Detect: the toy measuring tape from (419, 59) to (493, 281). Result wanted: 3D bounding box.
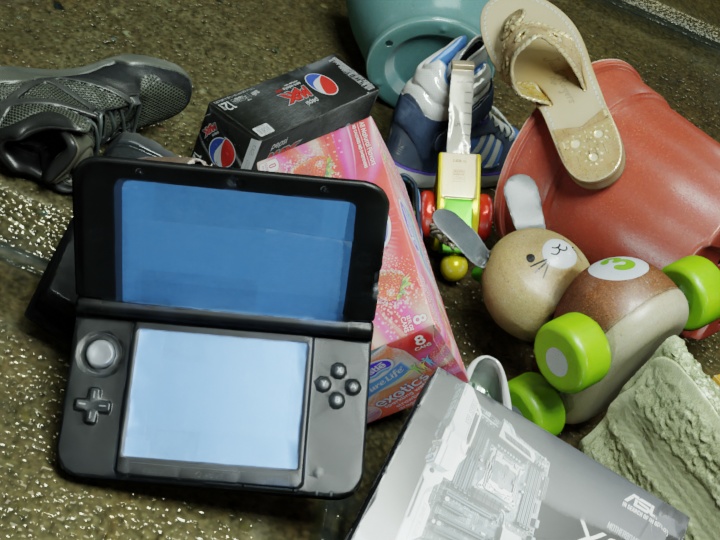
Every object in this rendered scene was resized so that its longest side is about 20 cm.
[{"bbox_3d":[0.086,-0.086,1.176,0.073,0.073,0.203,9,73,-22],"label":"toy measuring tape"}]

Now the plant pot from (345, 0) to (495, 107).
[{"bbox_3d":[0.074,-0.274,1.370,0.198,0.201,0.190,14,51,-16],"label":"plant pot"}]

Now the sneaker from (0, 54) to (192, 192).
[{"bbox_3d":[-0.217,-0.119,1.070,0.198,0.077,0.115,-9,49,-36],"label":"sneaker"}]

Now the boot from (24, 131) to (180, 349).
[{"bbox_3d":[-0.143,-0.003,0.970,0.163,0.066,0.201,23,35,-11],"label":"boot"}]

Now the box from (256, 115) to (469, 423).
[{"bbox_3d":[0.000,0.000,0.970,0.102,0.095,0.202,-21,54,8],"label":"box"}]

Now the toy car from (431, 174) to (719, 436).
[{"bbox_3d":[0.152,0.007,1.025,0.163,0.158,0.201,-21,64,-32],"label":"toy car"}]

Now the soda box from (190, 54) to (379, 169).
[{"bbox_3d":[-0.065,-0.132,1.184,0.063,0.071,0.199,36,35,17],"label":"soda box"}]

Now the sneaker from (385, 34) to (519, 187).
[{"bbox_3d":[0.115,-0.160,1.269,0.199,0.147,0.081,-11,48,-41],"label":"sneaker"}]

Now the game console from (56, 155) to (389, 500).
[{"bbox_3d":[-0.088,0.040,0.815,0.197,0.117,0.178,5,68,-2],"label":"game console"}]

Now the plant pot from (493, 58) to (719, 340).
[{"bbox_3d":[0.254,-0.051,1.142,0.199,0.203,0.195,-12,39,-42],"label":"plant pot"}]

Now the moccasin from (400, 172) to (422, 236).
[{"bbox_3d":[0.015,-0.015,1.085,0.080,0.069,0.201,17,36,-12],"label":"moccasin"}]

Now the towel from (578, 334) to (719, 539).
[{"bbox_3d":[0.243,0.163,0.932,0.036,0.149,0.201,-8,49,-36],"label":"towel"}]

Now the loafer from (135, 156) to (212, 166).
[{"bbox_3d":[-0.107,0.012,0.900,0.073,0.070,0.202,-32,102,-52],"label":"loafer"}]

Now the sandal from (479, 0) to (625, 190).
[{"bbox_3d":[0.157,-0.169,1.083,0.213,0.077,0.070,65,10,26],"label":"sandal"}]

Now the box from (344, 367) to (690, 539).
[{"bbox_3d":[0.097,0.181,0.838,0.199,0.050,0.158,31,58,1],"label":"box"}]

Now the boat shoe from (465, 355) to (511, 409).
[{"bbox_3d":[0.077,0.140,0.922,0.073,0.067,0.201,15,38,-14],"label":"boat shoe"}]

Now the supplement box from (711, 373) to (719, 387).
[{"bbox_3d":[0.360,0.175,1.000,0.199,0.134,0.198,-11,48,-42],"label":"supplement box"}]

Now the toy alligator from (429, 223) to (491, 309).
[{"bbox_3d":[0.134,0.022,1.117,0.198,0.059,0.055,24,76,-23],"label":"toy alligator"}]
